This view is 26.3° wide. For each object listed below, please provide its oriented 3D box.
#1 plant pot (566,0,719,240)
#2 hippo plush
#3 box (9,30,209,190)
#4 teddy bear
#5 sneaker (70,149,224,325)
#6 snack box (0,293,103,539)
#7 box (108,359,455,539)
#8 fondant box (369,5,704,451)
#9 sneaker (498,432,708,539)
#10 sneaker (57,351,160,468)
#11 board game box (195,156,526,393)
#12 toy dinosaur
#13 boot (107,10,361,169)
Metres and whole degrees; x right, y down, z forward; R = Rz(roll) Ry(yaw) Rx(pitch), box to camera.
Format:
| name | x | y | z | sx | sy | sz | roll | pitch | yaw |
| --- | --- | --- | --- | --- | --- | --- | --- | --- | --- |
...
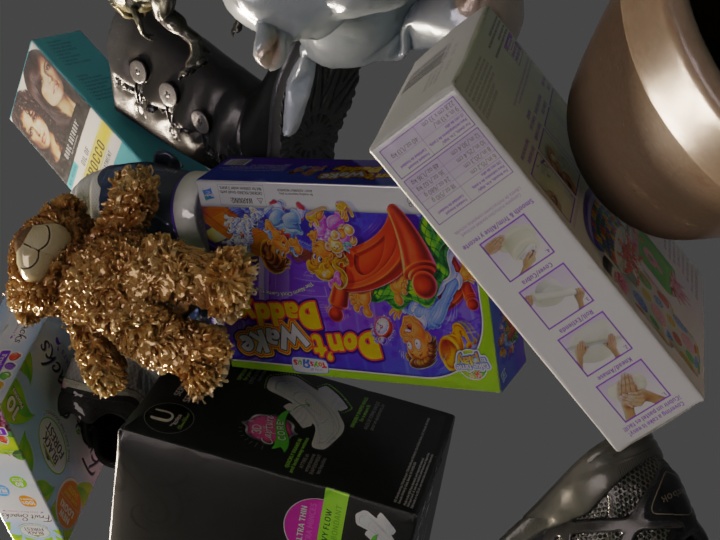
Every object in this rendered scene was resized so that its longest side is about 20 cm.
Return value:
| name | x | y | z | sx | sy | sz | roll | pitch | yaw |
| --- | --- | --- | --- | --- | --- | --- | --- | --- | --- |
| plant pot | 0.185 | -0.092 | 0.727 | 0.202 | 0.199 | 0.175 | 62 | 154 | 8 |
| hippo plush | -0.015 | -0.186 | 0.863 | 0.198 | 0.160 | 0.161 | -16 | 80 | 28 |
| box | -0.189 | -0.090 | 1.187 | 0.200 | 0.049 | 0.083 | 46 | 132 | 24 |
| teddy bear | -0.154 | 0.010 | 0.997 | 0.200 | 0.067 | 0.146 | 38 | 110 | 23 |
| sneaker | -0.134 | 0.010 | 1.106 | 0.145 | 0.081 | 0.201 | 3 | 129 | 33 |
| snack box | -0.227 | 0.080 | 1.154 | 0.052 | 0.201 | 0.143 | -2 | 129 | 19 |
| box | -0.055 | 0.160 | 1.030 | 0.198 | 0.124 | 0.150 | 16 | 118 | 9 |
| fondant box | 0.098 | -0.026 | 0.797 | 0.058 | 0.145 | 0.200 | -36 | 102 | 24 |
| sneaker | 0.139 | 0.195 | 0.937 | 0.115 | 0.076 | 0.200 | 57 | 130 | 23 |
| sneaker | -0.159 | 0.114 | 1.142 | 0.073 | 0.088 | 0.200 | 13 | 155 | 35 |
| board game box | 0.000 | 0.000 | 0.981 | 0.198 | 0.045 | 0.136 | 3 | 115 | 29 |
| toy dinosaur | -0.111 | -0.181 | 0.992 | 0.089 | 0.047 | 0.200 | 56 | 145 | -5 |
| boot | -0.095 | -0.143 | 1.069 | 0.200 | 0.065 | 0.166 | 40 | 127 | 34 |
